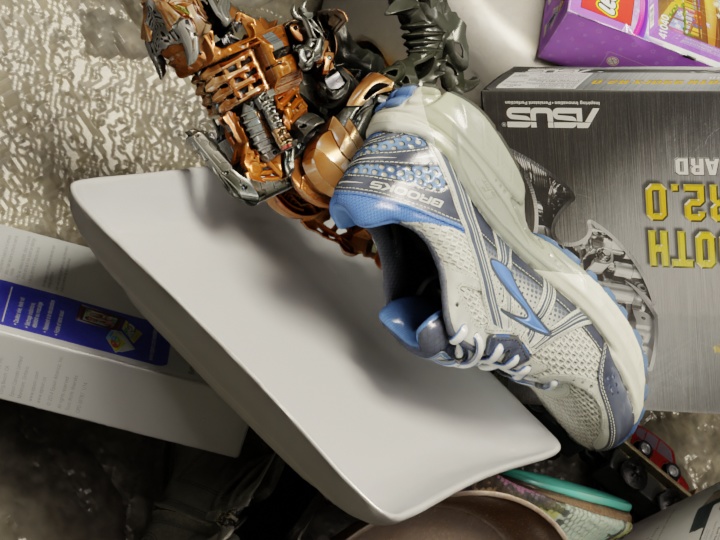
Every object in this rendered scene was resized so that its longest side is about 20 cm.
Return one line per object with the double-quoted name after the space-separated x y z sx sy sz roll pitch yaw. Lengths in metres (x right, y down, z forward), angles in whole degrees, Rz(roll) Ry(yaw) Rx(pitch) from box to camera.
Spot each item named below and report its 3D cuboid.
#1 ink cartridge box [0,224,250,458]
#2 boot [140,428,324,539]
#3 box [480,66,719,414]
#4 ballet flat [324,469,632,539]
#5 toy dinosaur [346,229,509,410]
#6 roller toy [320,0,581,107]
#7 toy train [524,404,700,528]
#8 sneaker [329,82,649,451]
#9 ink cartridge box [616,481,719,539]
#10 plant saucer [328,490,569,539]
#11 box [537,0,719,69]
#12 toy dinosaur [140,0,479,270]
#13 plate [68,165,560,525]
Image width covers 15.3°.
-0.142 0.021 1.184 0.200 0.039 0.099 16 26 -6 "ink cartridge box"
-0.044 0.095 1.204 0.068 0.131 0.200 36 53 -15 "boot"
0.161 -0.014 1.244 0.048 0.200 0.158 -39 128 -62 "box"
0.051 0.116 1.294 0.200 0.069 0.071 25 81 -41 "ballet flat"
0.000 0.000 1.300 0.200 0.088 0.047 48 41 12 "toy dinosaur"
0.077 -0.121 1.380 0.182 0.140 0.200 14 52 -22 "roller toy"
0.145 0.105 1.390 0.200 0.034 0.046 38 49 -14 "toy train"
0.051 0.016 1.198 0.085 0.077 0.200 -50 115 -26 "sneaker"
0.222 0.168 1.304 0.146 0.200 0.084 41 51 -12 "ink cartridge box"
0.014 0.182 1.202 0.200 0.032 0.200 -17 122 -30 "plant saucer"
0.167 -0.164 1.334 0.137 0.039 0.200 20 50 -10 "box"
-0.018 -0.065 1.229 0.136 0.102 0.200 -55 132 -36 "toy dinosaur"
-0.022 0.032 1.173 0.200 0.032 0.200 45 21 14 "plate"
